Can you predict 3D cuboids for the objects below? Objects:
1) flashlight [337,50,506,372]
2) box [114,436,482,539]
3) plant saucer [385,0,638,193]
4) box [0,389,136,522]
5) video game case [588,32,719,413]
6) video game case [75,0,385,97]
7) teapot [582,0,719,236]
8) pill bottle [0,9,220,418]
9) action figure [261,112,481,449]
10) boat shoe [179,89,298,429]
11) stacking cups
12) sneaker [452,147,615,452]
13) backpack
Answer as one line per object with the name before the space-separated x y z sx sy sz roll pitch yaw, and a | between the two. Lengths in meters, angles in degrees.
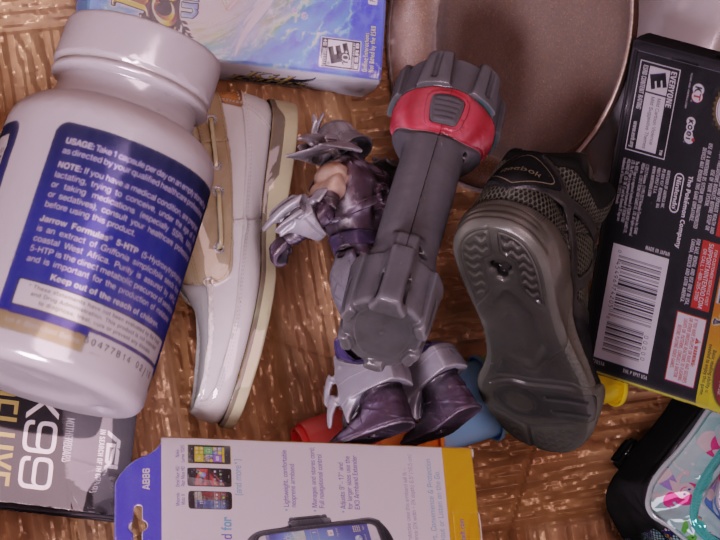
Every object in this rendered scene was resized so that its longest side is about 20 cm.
flashlight | 0.031 -0.032 1.423 0.068 0.068 0.200 45 43 -30
box | -0.034 0.150 1.394 0.199 0.042 0.119 2 50 -6
plant saucer | 0.093 -0.144 1.505 0.032 0.200 0.201 4 79 -44
box | -0.201 0.035 1.454 0.157 0.050 0.201 9 78 -14
video game case | 0.220 -0.013 1.426 0.180 0.025 0.201 18 112 24
video game case | -0.073 -0.214 1.533 0.181 0.045 0.201 5 80 -14
teapot | 0.196 -0.110 1.548 0.200 0.146 0.198 -9 105 -45
pill bottle | -0.146 -0.032 1.393 0.119 0.120 0.201 20 76 -12
action figure | 0.000 0.000 1.470 0.130 0.069 0.201 7 62 -49
boat shoe | -0.085 -0.008 1.487 0.068 0.075 0.201 12 68 -13
stacking cups | 0.057 0.076 1.518 0.199 0.060 0.061 -15 86 -17
sneaker | 0.108 0.010 1.446 0.076 0.200 0.114 8 47 25
backpack | 0.273 0.141 1.530 0.200 0.150 0.178 44 71 -11
